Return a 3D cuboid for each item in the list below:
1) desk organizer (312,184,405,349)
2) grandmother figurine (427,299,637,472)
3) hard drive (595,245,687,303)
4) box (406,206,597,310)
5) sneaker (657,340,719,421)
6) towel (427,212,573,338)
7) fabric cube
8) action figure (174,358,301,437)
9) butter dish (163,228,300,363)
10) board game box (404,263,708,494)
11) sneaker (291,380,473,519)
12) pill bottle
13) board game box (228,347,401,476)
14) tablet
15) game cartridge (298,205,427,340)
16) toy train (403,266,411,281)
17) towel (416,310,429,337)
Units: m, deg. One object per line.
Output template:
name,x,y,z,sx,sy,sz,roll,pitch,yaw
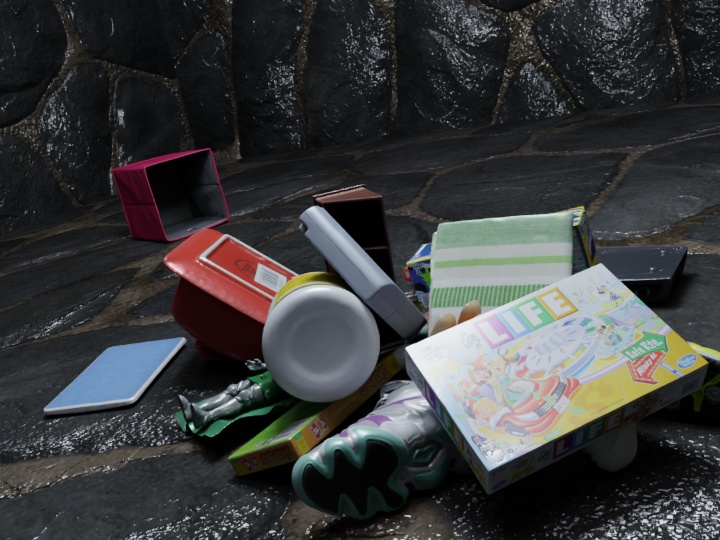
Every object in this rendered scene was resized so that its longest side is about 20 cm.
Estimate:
desk organizer,0.000,0.000,0.954,0.072,0.200,0.077,-15,19,-14
grandmother figurine,0.157,0.100,0.661,0.121,0.061,0.200,-28,47,-27
hard drive,0.319,0.005,0.993,0.200,0.042,0.135,-1,20,34
box,0.159,-0.012,0.849,0.200,0.064,0.070,-12,15,26
sneaker,0.273,0.085,0.704,0.076,0.076,0.200,-25,23,-39
towel,0.137,0.044,0.756,0.152,0.200,0.023,-2,-15,30
fabric cube,-0.496,-0.197,1.959,0.196,0.200,0.199,-26,20,-38
action figure,-0.102,0.132,0.853,0.200,0.055,0.118,-17,14,-31
butter dish,-0.174,0.056,1.009,0.199,0.148,0.200,29,16,-4
board game box,0.155,0.080,0.613,0.200,0.034,0.135,-22,45,-14
sneaker,0.019,0.150,0.679,0.200,0.078,0.140,-8,12,-22
pill bottle,-0.044,0.061,0.785,0.112,0.112,0.200,-13,6,-3
board game box,-0.037,0.140,0.767,0.095,0.030,0.200,-26,6,40
tablet,-0.331,0.143,1.034,0.130,0.014,0.200,-8,17,10
game cartridge,0.011,0.013,0.796,0.040,0.133,0.200,-40,-20,2
toy train,0.166,0.002,1.103,0.200,0.056,0.150,-10,5,16
towel,0.174,0.058,0.944,0.200,0.022,0.147,3,19,39
